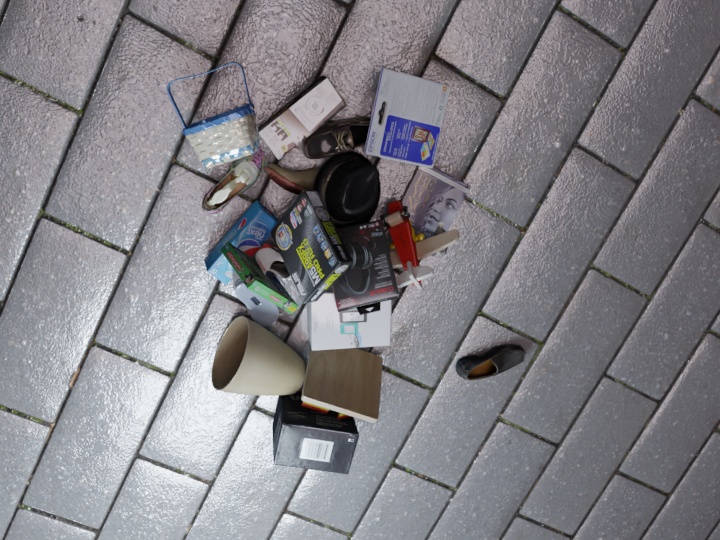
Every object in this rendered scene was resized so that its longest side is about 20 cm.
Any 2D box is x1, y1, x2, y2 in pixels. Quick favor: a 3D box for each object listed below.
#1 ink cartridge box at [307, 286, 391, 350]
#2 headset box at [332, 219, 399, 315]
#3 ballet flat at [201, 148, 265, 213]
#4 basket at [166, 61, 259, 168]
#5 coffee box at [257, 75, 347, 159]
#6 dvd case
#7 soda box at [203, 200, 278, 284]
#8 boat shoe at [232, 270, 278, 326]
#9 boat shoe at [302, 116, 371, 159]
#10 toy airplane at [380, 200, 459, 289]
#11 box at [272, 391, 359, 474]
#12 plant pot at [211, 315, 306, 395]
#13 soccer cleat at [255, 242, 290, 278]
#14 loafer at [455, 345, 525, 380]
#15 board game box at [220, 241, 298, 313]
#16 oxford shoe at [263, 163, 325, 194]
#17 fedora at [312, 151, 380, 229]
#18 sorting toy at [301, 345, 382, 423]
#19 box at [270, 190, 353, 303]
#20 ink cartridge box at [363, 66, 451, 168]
[{"bbox_3d":[-0.031,0.100,1.667,0.197,0.147,0.148,-2,106,-9],"label":"ink cartridge box"},{"bbox_3d":[0.000,0.000,1.546,0.146,0.077,0.203,-12,82,-3],"label":"headset box"},{"bbox_3d":[-0.298,-0.205,1.573,0.200,0.071,0.069,-43,107,5],"label":"ballet flat"},{"bbox_3d":[-0.321,-0.343,1.489,0.174,0.140,0.203,-13,114,6],"label":"basket"},{"bbox_3d":[-0.135,-0.353,1.533,0.199,0.113,0.080,-38,109,4],"label":"coffee box"},{"bbox_3d":[0.171,-0.155,1.692,0.147,0.016,0.202,24,101,-15],"label":"dvd case"},{"bbox_3d":[-0.287,-0.067,1.611,0.064,0.068,0.200,38,98,-31],"label":"soda box"},{"bbox_3d":[-0.266,0.058,1.648,0.074,0.087,0.203,-29,143,2],"label":"boat shoe"},{"bbox_3d":[-0.041,-0.313,1.558,0.198,0.073,0.075,-26,112,-18],"label":"boat shoe"},{"bbox_3d":[0.121,-0.047,1.636,0.198,0.141,0.201,26,92,19],"label":"toy airplane"},{"bbox_3d":[-0.121,0.410,1.716,0.194,0.200,0.119,12,104,-12],"label":"box"},{"bbox_3d":[-0.242,0.235,1.672,0.198,0.187,0.189,25,102,-30],"label":"plant pot"},{"bbox_3d":[-0.162,-0.016,1.617,0.198,0.086,0.069,7,135,-36],"label":"soccer cleat"},{"bbox_3d":[0.362,0.259,1.816,0.197,0.072,0.074,-18,108,-4],"label":"loafer"},{"bbox_3d":[-0.234,0.020,1.565,0.029,0.135,0.200,-42,149,4],"label":"board game box"},{"bbox_3d":[-0.136,-0.218,1.605,0.198,0.070,0.076,25,83,-21],"label":"oxford shoe"},{"bbox_3d":[-0.014,-0.188,1.575,0.198,0.091,0.204,0,91,-31],"label":"fedora"},{"bbox_3d":[-0.050,0.288,1.705,0.196,0.202,0.070,19,131,-10],"label":"sorting toy"},{"bbox_3d":[-0.114,-0.054,1.516,0.044,0.202,0.160,-5,150,-45],"label":"box"},{"bbox_3d":[0.105,-0.357,1.573,0.197,0.047,0.201,7,103,-27],"label":"ink cartridge box"}]
